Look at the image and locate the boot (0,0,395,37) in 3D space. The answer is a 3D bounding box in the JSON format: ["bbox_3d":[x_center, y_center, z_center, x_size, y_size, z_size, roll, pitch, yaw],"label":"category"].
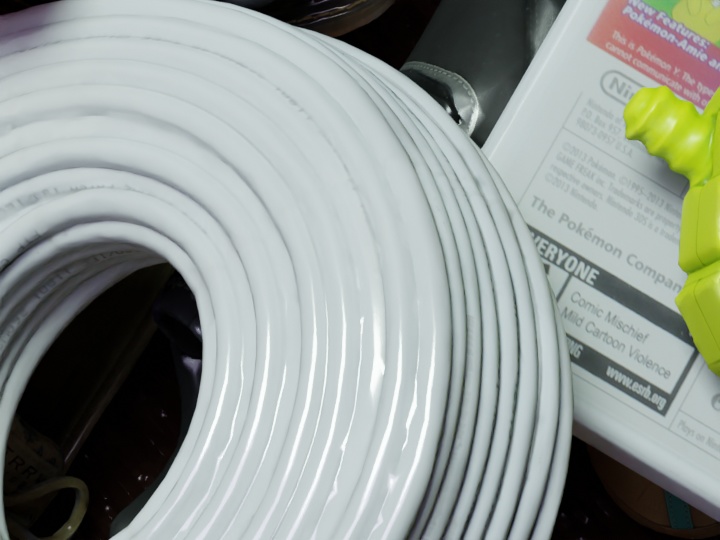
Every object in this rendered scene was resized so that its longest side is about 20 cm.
[{"bbox_3d":[-0.082,-0.122,0.784,0.199,0.097,0.075,17,46,21],"label":"boot"}]

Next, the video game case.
[{"bbox_3d":[0.135,-0.015,0.711,0.200,0.023,0.183,31,78,-1],"label":"video game case"}]

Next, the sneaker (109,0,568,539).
[{"bbox_3d":[0.000,0.000,0.729,0.087,0.076,0.201,19,85,-24],"label":"sneaker"}]

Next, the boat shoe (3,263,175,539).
[{"bbox_3d":[-0.092,0.019,0.779,0.063,0.073,0.200,17,75,36],"label":"boat shoe"}]

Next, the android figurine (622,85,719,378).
[{"bbox_3d":[0.154,0.001,0.677,0.200,0.041,0.182,34,78,-3],"label":"android figurine"}]

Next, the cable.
[{"bbox_3d":[-0.055,0.032,0.665,0.200,0.069,0.200,-30,59,16],"label":"cable"}]

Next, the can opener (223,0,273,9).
[{"bbox_3d":[0.042,-0.125,0.763,0.200,0.053,0.067,-32,72,-26],"label":"can opener"}]

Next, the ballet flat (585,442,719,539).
[{"bbox_3d":[0.082,-0.035,0.758,0.068,0.063,0.201,-8,69,12],"label":"ballet flat"}]
